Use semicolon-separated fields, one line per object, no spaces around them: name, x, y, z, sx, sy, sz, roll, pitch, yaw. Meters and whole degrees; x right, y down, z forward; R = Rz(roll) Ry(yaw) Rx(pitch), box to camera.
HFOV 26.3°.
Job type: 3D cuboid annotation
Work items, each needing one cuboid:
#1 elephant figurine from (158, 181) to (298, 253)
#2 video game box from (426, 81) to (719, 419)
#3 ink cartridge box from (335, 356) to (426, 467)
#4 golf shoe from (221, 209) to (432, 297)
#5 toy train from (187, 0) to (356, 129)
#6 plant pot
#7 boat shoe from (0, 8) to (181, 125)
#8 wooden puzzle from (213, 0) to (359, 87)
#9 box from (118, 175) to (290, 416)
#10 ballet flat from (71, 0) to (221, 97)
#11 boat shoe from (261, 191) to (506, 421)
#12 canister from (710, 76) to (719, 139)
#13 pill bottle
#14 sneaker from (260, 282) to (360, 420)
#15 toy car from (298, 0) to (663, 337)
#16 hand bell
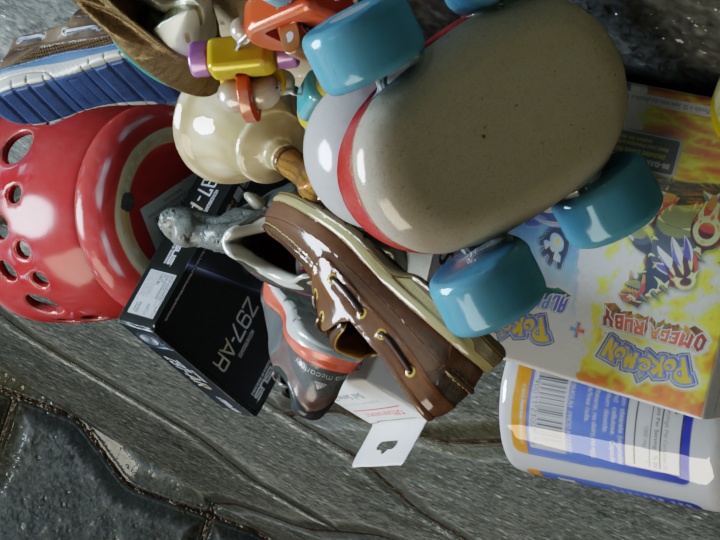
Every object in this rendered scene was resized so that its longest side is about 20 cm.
elephant figurine;-0.024;-0.036;1.200;0.199;0.142;0.155;10;153;41
video game box;0.143;-0.024;0.932;0.199;0.183;0.047;15;-173;31
ink cartridge box;0.032;0.060;1.279;0.067;0.201;0.117;32;161;-16
golf shoe;0.000;0.000;1.049;0.199;0.078;0.088;8;-175;28
toy train;-0.020;-0.120;0.959;0.150;0.056;0.200;-13;160;34
plant pot;-0.219;-0.055;1.338;0.182;0.201;0.200;-3;147;42
boat shoe;-0.189;-0.168;1.162;0.199;0.073;0.072;-8;153;16
wooden puzzle;-0.082;-0.193;1.014;0.185;0.046;0.200;26;166;5
box;-0.099;0.000;1.298;0.043;0.201;0.160;13;157;39
ballet flat;-0.139;-0.180;0.966;0.072;0.068;0.200;-15;136;41
boat shoe;-0.001;0.018;0.946;0.200;0.068;0.072;38;179;36
canister;0.248;-0.107;0.716;0.148;0.087;0.200;24;163;10
pill bottle;0.199;0.092;0.986;0.199;0.113;0.112;8;155;27
sneaker;-0.051;0.057;1.219;0.077;0.082;0.200;18;-166;-12
toy car;0.039;-0.082;0.899;0.185;0.177;0.200;61;158;-15
hand bell;-0.046;-0.073;1.071;0.104;0.104;0.200;42;180;-38
